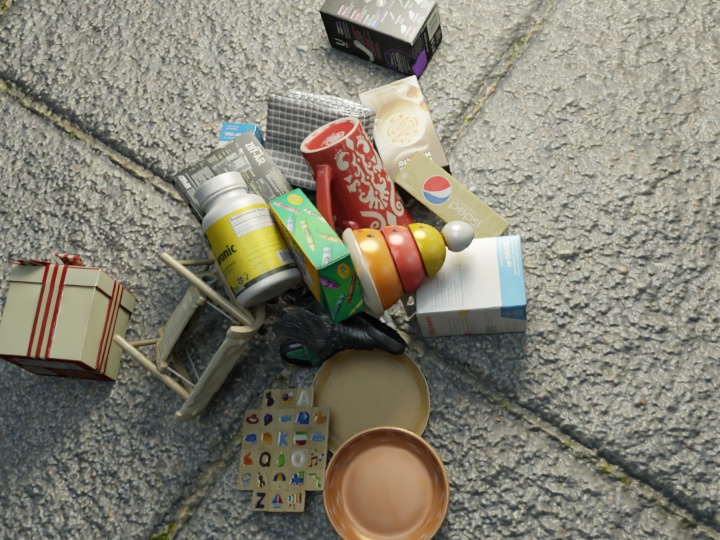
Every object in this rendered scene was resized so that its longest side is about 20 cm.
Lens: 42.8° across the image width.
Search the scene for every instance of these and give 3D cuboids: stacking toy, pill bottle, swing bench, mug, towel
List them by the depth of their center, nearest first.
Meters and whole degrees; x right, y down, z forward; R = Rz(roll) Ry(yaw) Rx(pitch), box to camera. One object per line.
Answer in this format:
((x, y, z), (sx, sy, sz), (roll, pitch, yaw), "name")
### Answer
((0.082, -0.028, 1.429), (0.200, 0.146, 0.146), (-22, 67, -3), "stacking toy")
((-0.185, -0.052, 1.462), (0.111, 0.111, 0.200), (-27, 80, -2), "pill bottle")
((-0.271, 0.104, 1.513), (0.200, 0.130, 0.199), (45, 114, 21), "swing bench")
((-0.009, -0.133, 1.519), (0.133, 0.200, 0.178), (-21, 27, 12), "mug")
((-0.080, -0.225, 1.628), (0.200, 0.166, 0.086), (13, 29, 13), "towel")

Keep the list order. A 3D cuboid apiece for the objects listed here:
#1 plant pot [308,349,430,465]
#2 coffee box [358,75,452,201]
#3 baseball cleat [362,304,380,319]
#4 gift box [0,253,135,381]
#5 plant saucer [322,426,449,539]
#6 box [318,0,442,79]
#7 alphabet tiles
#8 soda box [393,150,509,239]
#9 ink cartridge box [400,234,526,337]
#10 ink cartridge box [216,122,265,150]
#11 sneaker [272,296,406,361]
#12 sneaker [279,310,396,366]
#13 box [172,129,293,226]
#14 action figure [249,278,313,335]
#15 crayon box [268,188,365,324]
((0.016, 0.218, 1.503), (0.200, 0.027, 0.200), (-2, 78, 10), "plant pot")
((0.082, -0.237, 1.657), (0.114, 0.080, 0.200), (-19, 67, 1), "coffee box")
((0.000, 0.000, 1.555), (0.106, 0.070, 0.200), (9, 46, 1), "baseball cleat")
((-0.519, 0.076, 1.579), (0.200, 0.185, 0.187), (6, 71, 5), "gift box")
((0.041, 0.346, 1.440), (0.200, 0.037, 0.201), (-2, 80, 9), "plant saucer")
((0.041, -0.464, 1.732), (0.200, 0.122, 0.106), (24, 75, 17), "box")
((-0.126, 0.290, 1.493), (0.166, 0.006, 0.200), (-8, 67, 28), "alphabet tiles")
((0.154, -0.116, 1.558), (0.200, 0.064, 0.068), (38, 95, -4), "soda box")
((0.168, 0.029, 1.510), (0.200, 0.129, 0.125), (-4, 67, 8), "ink cartridge box")
((-0.223, -0.151, 1.655), (0.067, 0.116, 0.200), (6, 69, 12), "ink cartridge box")
((-0.033, 0.106, 1.472), (0.200, 0.060, 0.104), (32, 103, 4), "sneaker")
((-0.042, 0.103, 1.558), (0.200, 0.074, 0.088), (-10, 54, -5), "sneaker")
((-0.197, -0.115, 1.556), (0.160, 0.044, 0.200), (-35, 86, -17), "box")
((-0.132, 0.021, 1.573), (0.200, 0.119, 0.102), (-39, 105, 1), "action figure")
((-0.069, -0.025, 1.428), (0.058, 0.119, 0.200), (-26, 42, -11), "crayon box")
